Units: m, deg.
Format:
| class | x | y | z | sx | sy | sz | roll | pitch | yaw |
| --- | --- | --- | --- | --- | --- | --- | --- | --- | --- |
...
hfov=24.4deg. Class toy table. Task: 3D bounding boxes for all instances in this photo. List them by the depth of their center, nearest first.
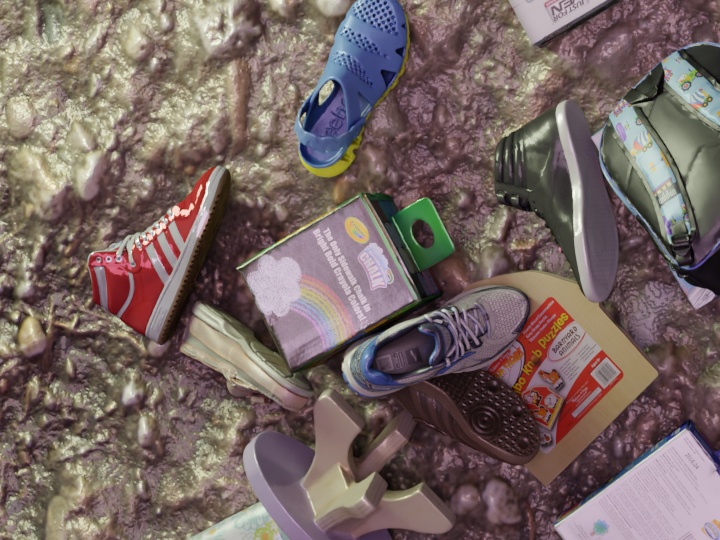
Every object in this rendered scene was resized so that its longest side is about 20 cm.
| class | x | y | z | sx | sy | sz | roll | pitch | yaw |
| --- | --- | --- | --- | --- | --- | --- | --- | --- | --- |
| toy table | -0.008 | 0.216 | 1.667 | 0.200 | 0.184 | 0.117 | 40 | 117 | -16 |

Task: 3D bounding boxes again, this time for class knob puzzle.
| class | x | y | z | sx | sy | sz | roll | pitch | yaw |
| --- | --- | --- | --- | --- | --- | --- | --- | --- | --- |
| knob puzzle | 0.178 | 0.086 | 1.675 | 0.218 | 0.030 | 0.222 | 6 | 103 | 28 |

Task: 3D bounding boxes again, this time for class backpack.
| class | x | y | z | sx | sy | sz | roll | pitch | yaw |
| --- | --- | --- | --- | --- | --- | --- | --- | --- | --- |
| backpack | 0.324 | -0.099 | 1.521 | 0.183 | 0.134 | 0.200 | -46 | 48 | 14 |

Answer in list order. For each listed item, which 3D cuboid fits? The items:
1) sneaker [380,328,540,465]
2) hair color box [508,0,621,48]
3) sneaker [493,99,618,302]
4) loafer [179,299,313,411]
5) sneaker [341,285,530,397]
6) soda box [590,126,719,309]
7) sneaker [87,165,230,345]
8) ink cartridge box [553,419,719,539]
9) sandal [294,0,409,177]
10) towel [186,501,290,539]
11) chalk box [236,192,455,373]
| class | x | y | z | sx | sy | sz | roll | pitch | yaw |
| --- | --- | --- | --- | --- | --- | --- | --- | --- | --- |
| sneaker | 0.095 | 0.135 | 1.686 | 0.199 | 0.076 | 0.070 | 38 | 58 | 15 |
| hair color box | 0.170 | -0.333 | 1.648 | 0.098 | 0.061 | 0.201 | -29 | 85 | 13 |
| sneaker | 0.190 | -0.058 | 1.641 | 0.099 | 0.070 | 0.202 | -18 | 77 | 34 |
| loafer | -0.119 | 0.100 | 1.700 | 0.200 | 0.072 | 0.063 | 37 | 98 | 46 |
| sneaker | 0.081 | 0.070 | 1.616 | 0.199 | 0.085 | 0.078 | -25 | 86 | -10 |
| soda box | 0.305 | -0.064 | 1.628 | 0.068 | 0.064 | 0.201 | -32 | 85 | 13 |
| sneaker | -0.217 | -0.034 | 1.750 | 0.112 | 0.071 | 0.201 | 26 | 101 | 8 |
| ink cartridge box | 0.311 | 0.242 | 1.635 | 0.200 | 0.076 | 0.137 | -39 | 85 | 14 |
| sandal | -0.011 | -0.189 | 1.686 | 0.079 | 0.087 | 0.202 | 23 | 96 | 13 |
| towel | -0.107 | 0.358 | 1.756 | 0.170 | 0.048 | 0.201 | -28 | 86 | 12 |
| chalk box | 0.000 | 0.000 | 1.675 | 0.199 | 0.124 | 0.125 | -29 | 85 | 12 |
